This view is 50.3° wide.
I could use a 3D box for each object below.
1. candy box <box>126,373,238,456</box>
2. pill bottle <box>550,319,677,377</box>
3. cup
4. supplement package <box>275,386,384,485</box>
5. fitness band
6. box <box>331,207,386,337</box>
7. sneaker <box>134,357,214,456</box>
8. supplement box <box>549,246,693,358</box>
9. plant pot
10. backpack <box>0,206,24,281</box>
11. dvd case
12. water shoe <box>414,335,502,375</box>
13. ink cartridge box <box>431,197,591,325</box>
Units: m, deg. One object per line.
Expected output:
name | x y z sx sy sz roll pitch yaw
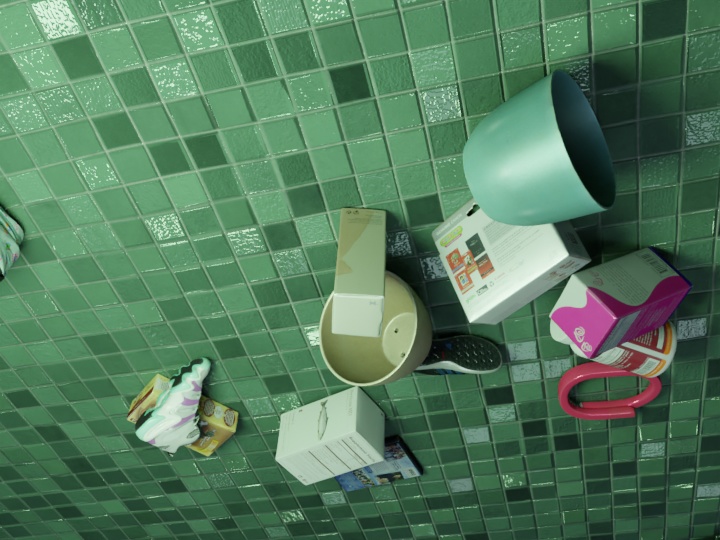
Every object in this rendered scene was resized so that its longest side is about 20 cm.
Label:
candy box | -0.372 0.306 1.612 0.199 0.056 0.115 32 125 -23
pill bottle | 0.444 0.110 1.355 0.199 0.113 0.113 18 131 -13
cup | 0.047 0.111 1.344 0.199 0.202 0.143 -27 152 25
supplement package | -0.060 0.344 1.589 0.199 0.117 0.117 -24 127 22
fitness band | 0.493 0.236 1.521 0.198 0.038 0.144 -6 129 7
box | 0.000 0.000 1.217 0.077 0.201 0.095 4 133 -1
sneaker | -0.335 0.280 1.528 0.200 0.078 0.140 -48 113 -1
supplement box | 0.422 0.049 1.244 0.199 0.101 0.104 -15 141 -32
plant pot | 0.242 -0.154 1.079 0.160 0.202 0.201 -21 129 34
backpack | -0.649 -0.062 1.245 0.166 0.127 0.200 -11 133 28
dvd case | 0.025 0.440 1.739 0.199 0.018 0.143 -17 129 19
water shoe | 0.168 0.165 1.463 0.198 0.072 0.079 4 160 -3
ink cartridge box | 0.234 -0.039 1.229 0.200 0.177 0.084 -38 152 32
